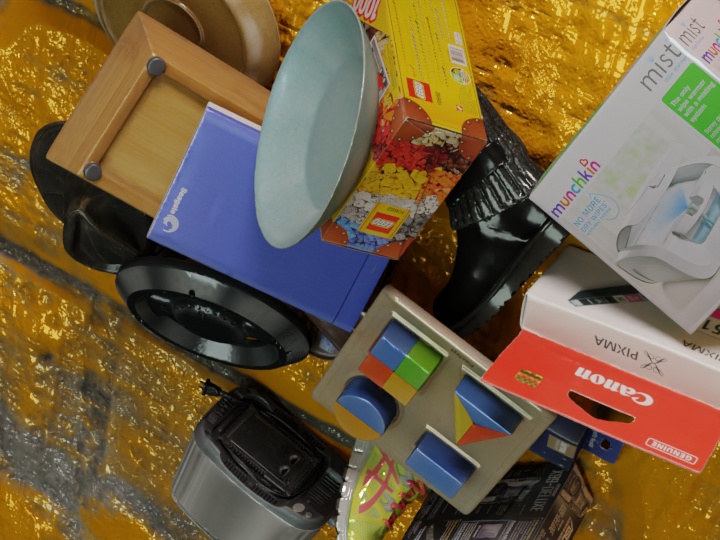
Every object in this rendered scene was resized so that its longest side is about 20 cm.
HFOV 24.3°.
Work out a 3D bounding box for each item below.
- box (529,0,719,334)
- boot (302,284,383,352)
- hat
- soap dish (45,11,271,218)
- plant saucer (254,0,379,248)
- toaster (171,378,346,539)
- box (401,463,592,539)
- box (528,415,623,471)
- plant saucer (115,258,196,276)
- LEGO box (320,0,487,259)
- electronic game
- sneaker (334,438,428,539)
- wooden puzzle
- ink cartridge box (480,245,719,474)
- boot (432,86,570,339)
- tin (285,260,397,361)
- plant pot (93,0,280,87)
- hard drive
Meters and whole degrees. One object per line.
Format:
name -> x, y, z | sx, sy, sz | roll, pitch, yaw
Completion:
box -> 0.264, -0.085, 1.313 | 0.176, 0.097, 0.200 | 40, 132, 3
boot -> 0.000, 0.000, 1.511 | 0.200, 0.064, 0.187 | 44, 138, 4
hat -> -0.243, -0.050, 1.588 | 0.199, 0.081, 0.201 | 15, 144, 11
soap dish -> -0.155, -0.111, 1.490 | 0.199, 0.081, 0.158 | 30, 104, -25
plant saucer -> -0.028, -0.112, 1.326 | 0.038, 0.202, 0.201 | 14, 136, -24
toaster -> -0.113, 0.217, 1.728 | 0.200, 0.114, 0.129 | 37, 133, 7
box -> 0.108, 0.262, 1.549 | 0.157, 0.200, 0.050 | -10, 118, 36
box -> 0.141, 0.126, 1.512 | 0.199, 0.033, 0.121 | 28, 166, 12
plant saucer -> -0.191, -0.028, 1.684 | 0.199, 0.037, 0.202 | 16, 124, 25
LEGO box -> 0.022, -0.137, 1.372 | 0.077, 0.201, 0.149 | 14, 135, -25
electronic game -> -0.141, 0.041, 1.600 | 0.199, 0.042, 0.200 | 17, 157, 8
sneaker -> 0.032, 0.200, 1.591 | 0.090, 0.202, 0.078 | 11, 165, 11
wooden puzzle -> 0.055, 0.126, 1.478 | 0.185, 0.046, 0.200 | 37, 140, 3
ink cartridge box -> 0.223, 0.067, 1.377 | 0.199, 0.174, 0.044 | 22, 127, 20
boot -> 0.090, -0.048, 1.459 | 0.158, 0.079, 0.211 | 43, 129, 3
tin -> -0.024, -0.004, 1.588 | 0.111, 0.042, 0.201 | 26, 128, 13
plant pot -> -0.166, -0.228, 1.523 | 0.199, 0.028, 0.201 | 19, 140, 17
hard drive -> -0.069, -0.044, 1.450 | 0.199, 0.025, 0.133 | 25, 111, -8
